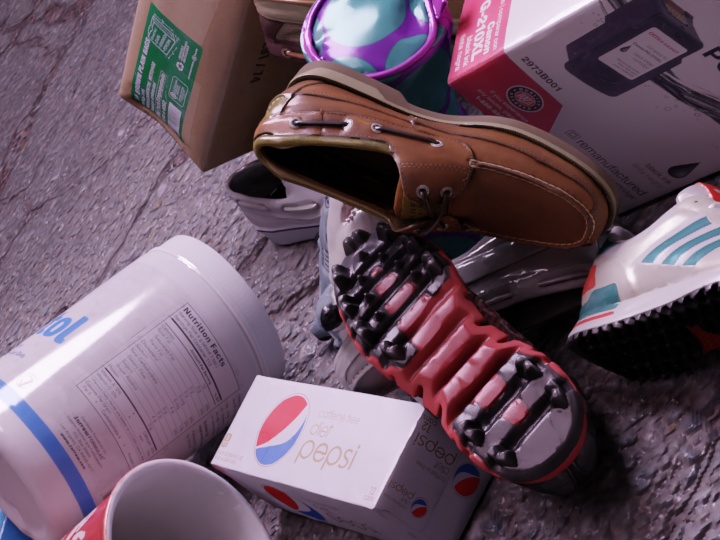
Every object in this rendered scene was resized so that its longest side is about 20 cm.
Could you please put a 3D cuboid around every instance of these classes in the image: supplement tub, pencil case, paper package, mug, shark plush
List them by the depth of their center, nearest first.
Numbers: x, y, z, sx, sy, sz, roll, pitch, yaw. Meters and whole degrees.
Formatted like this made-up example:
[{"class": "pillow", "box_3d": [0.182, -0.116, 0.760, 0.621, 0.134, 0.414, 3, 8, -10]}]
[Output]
[{"class": "pencil case", "box_3d": [0.034, -0.088, 1.051, 0.092, 0.200, 0.086, -13, 54, 12]}, {"class": "mug", "box_3d": [-0.162, 0.236, 1.070, 0.200, 0.133, 0.178, -37, 30, 34]}, {"class": "shark plush", "box_3d": [0.000, 0.000, 1.103, 0.090, 0.084, 0.200, -29, -14, -6]}, {"class": "supplement tub", "box_3d": [-0.164, 0.082, 1.172, 0.200, 0.132, 0.132, -38, 20, -26]}, {"class": "paper package", "box_3d": [-0.066, -0.201, 1.273, 0.190, 0.103, 0.201, -28, -29, -39]}]

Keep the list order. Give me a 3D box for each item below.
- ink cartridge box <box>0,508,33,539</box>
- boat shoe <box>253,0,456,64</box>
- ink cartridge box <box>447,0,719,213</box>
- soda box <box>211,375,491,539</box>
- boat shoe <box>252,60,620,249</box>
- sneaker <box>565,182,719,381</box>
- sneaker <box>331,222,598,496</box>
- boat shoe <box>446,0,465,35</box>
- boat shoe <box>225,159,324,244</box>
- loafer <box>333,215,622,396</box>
[{"class": "ink cartridge box", "box_3d": [-0.243, 0.173, 1.289, 0.144, 0.084, 0.201, -43, 29, 41]}, {"class": "boat shoe", "box_3d": [0.021, -0.146, 1.123, 0.199, 0.072, 0.072, 14, 40, 23]}, {"class": "ink cartridge box", "box_3d": [0.170, -0.129, 0.943, 0.199, 0.144, 0.085, -25, 40, 43]}, {"class": "soda box", "box_3d": [-0.009, 0.114, 1.037, 0.200, 0.064, 0.068, 3, 60, 59]}, {"class": "boat shoe", "box_3d": [0.037, -0.046, 0.935, 0.199, 0.072, 0.068, 19, 45, 18]}, {"class": "sneaker", "box_3d": [0.185, -0.010, 0.866, 0.199, 0.070, 0.094, -22, 47, 50]}, {"class": "sneaker", "box_3d": [0.058, 0.052, 0.937, 0.071, 0.098, 0.200, -46, 52, 1]}, {"class": "boat shoe", "box_3d": [0.102, -0.187, 1.068, 0.073, 0.199, 0.063, -107, 21, -49]}, {"class": "boat shoe", "box_3d": [-0.028, -0.069, 1.271, 0.199, 0.066, 0.072, -7, 52, 55]}, {"class": "loafer", "box_3d": [0.069, 0.027, 1.003, 0.200, 0.070, 0.070, -35, 64, 27]}]
